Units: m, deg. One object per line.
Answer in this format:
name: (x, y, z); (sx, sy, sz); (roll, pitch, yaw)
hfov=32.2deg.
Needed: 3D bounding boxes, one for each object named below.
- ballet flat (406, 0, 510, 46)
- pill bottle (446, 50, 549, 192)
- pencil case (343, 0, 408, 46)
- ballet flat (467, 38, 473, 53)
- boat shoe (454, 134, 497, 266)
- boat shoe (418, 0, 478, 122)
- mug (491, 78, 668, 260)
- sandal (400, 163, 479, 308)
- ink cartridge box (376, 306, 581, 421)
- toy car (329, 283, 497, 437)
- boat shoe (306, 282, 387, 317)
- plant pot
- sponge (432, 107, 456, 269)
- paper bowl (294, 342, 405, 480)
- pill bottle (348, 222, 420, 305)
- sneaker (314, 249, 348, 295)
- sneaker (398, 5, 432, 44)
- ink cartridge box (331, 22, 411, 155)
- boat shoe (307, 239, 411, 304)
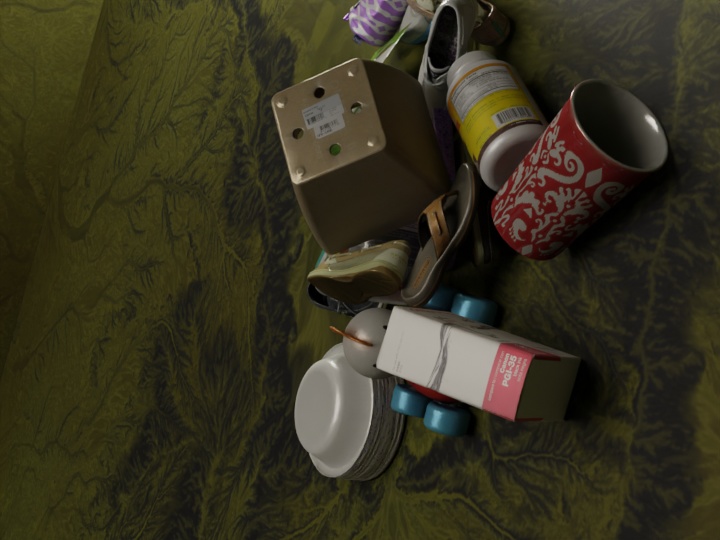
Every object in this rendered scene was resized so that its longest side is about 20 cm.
ballet flat: (0.130, -0.383, 1.775); (0.199, 0.067, 0.068); (32, 91, 35)
pill bottle: (0.180, -0.201, 1.645); (0.110, 0.108, 0.201); (-57, 36, 33)
pencil case: (0.053, -0.448, 1.969); (0.085, 0.084, 0.200); (41, 123, 6)
ballet flat: (0.128, -0.294, 1.820); (0.069, 0.069, 0.202); (0, 79, 59)
boat shoe: (0.167, -0.100, 1.673); (0.072, 0.065, 0.202); (93, 173, -58)
boat shoe: (0.115, -0.287, 1.728); (0.072, 0.069, 0.201); (29, 127, 13)
mug: (0.264, -0.119, 1.496); (0.134, 0.177, 0.200); (46, 135, 8)
sandal: (0.095, -0.049, 1.619); (0.201, 0.054, 0.082); (-62, 23, 9)
ink cartridge box: (0.141, 0.111, 1.497); (0.199, 0.146, 0.084); (19, 96, 32)
toy car: (0.053, 0.106, 1.666); (0.177, 0.199, 0.186); (21, 98, 60)
boat shoe: (-0.020, 0.037, 1.953); (0.199, 0.062, 0.075); (3, 81, 58)
plant pot: (-0.013, -0.165, 1.655); (0.198, 0.177, 0.202); (-21, 69, 14)
sponge: (0.116, -0.114, 1.752); (0.112, 0.030, 0.202); (89, 179, -71)
paper bowl: (-0.025, 0.209, 1.863); (0.200, 0.104, 0.203); (-26, 58, 52)
pill bottle: (0.044, -0.056, 1.822); (0.116, 0.115, 0.202); (-2, 78, 59)
sneaker: (-0.017, -0.057, 1.921); (0.201, 0.071, 0.080); (-60, 28, 2)
sneaker: (0.098, -0.431, 1.889); (0.200, 0.086, 0.075); (-55, 39, 37)
ink cartridge box: (0.029, -0.266, 1.928); (0.201, 0.076, 0.148); (-59, 13, -21)
boat shoe: (-0.001, -0.002, 1.717); (0.200, 0.073, 0.063); (-14, 44, 59)
